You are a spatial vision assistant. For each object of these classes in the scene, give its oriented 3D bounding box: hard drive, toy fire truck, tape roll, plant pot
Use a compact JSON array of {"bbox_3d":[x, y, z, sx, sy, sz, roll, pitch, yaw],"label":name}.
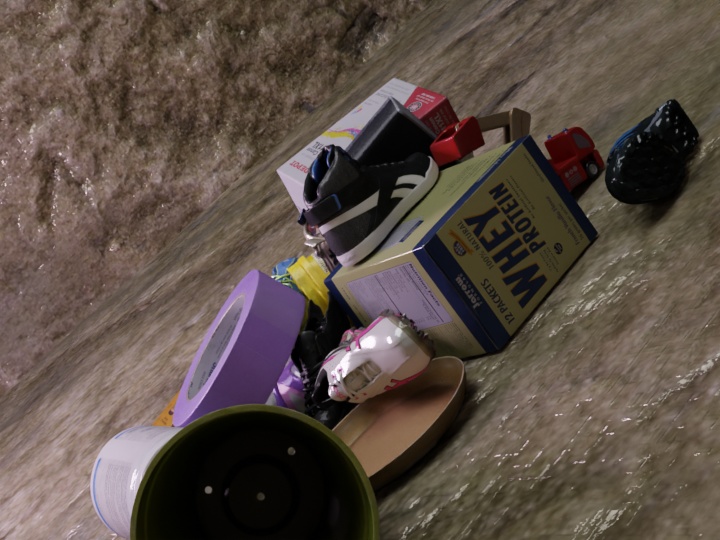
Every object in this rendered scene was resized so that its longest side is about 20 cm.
[{"bbox_3d":[0.067,-0.091,1.642,0.135,0.200,0.042,-49,26,-7],"label":"hard drive"},{"bbox_3d":[0.186,-0.135,1.627,0.199,0.142,0.049,-34,9,-34],"label":"toy fire truck"},{"bbox_3d":[-0.140,0.102,1.598,0.201,0.065,0.201,-56,14,21],"label":"tape roll"},{"bbox_3d":[-0.088,0.206,1.201,0.200,0.201,0.193,-38,2,-2],"label":"plant pot"},{"bbox_3d":[0.028,0.159,1.364,0.199,0.028,0.200,-36,14,10],"label":"plant pot"}]

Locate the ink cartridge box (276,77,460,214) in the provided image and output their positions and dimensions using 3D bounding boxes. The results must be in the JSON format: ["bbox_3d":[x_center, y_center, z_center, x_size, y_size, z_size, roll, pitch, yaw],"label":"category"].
[{"bbox_3d":[0.016,-0.135,1.715,0.199,0.083,0.145,-39,30,-12],"label":"ink cartridge box"}]

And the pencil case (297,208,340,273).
[{"bbox_3d":[0.000,0.000,1.625,0.089,0.201,0.078,-44,42,-16],"label":"pencil case"}]

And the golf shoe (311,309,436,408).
[{"bbox_3d":[0.012,0.100,1.409,0.092,0.073,0.200,-50,6,-23],"label":"golf shoe"}]

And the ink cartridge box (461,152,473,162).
[{"bbox_3d":[0.062,-0.091,1.843,0.198,0.048,0.160,-31,-25,-4],"label":"ink cartridge box"}]

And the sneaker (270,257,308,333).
[{"bbox_3d":[-0.109,0.037,1.824,0.075,0.106,0.200,-16,-10,20],"label":"sneaker"}]

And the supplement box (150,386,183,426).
[{"bbox_3d":[-0.215,0.199,1.721,0.201,0.069,0.066,-53,22,-8],"label":"supplement box"}]

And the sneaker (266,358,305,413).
[{"bbox_3d":[-0.072,0.122,1.671,0.088,0.081,0.201,-31,20,9],"label":"sneaker"}]

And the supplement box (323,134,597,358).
[{"bbox_3d":[0.106,-0.014,1.500,0.200,0.135,0.199,-46,15,-30],"label":"supplement box"}]

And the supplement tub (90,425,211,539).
[{"bbox_3d":[-0.209,0.236,1.518,0.132,0.132,0.199,-43,14,-21],"label":"supplement tub"}]

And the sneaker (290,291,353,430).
[{"bbox_3d":[-0.046,0.114,1.546,0.060,0.105,0.200,-29,16,32],"label":"sneaker"}]

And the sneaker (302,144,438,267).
[{"bbox_3d":[0.009,-0.103,1.518,0.073,0.112,0.200,-26,17,41],"label":"sneaker"}]

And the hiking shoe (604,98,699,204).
[{"bbox_3d":[0.296,-0.108,1.477,0.086,0.075,0.200,-38,1,38],"label":"hiking shoe"}]

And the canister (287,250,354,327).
[{"bbox_3d":[0.019,-0.014,1.758,0.199,0.087,0.149,-37,-24,-4],"label":"canister"}]
